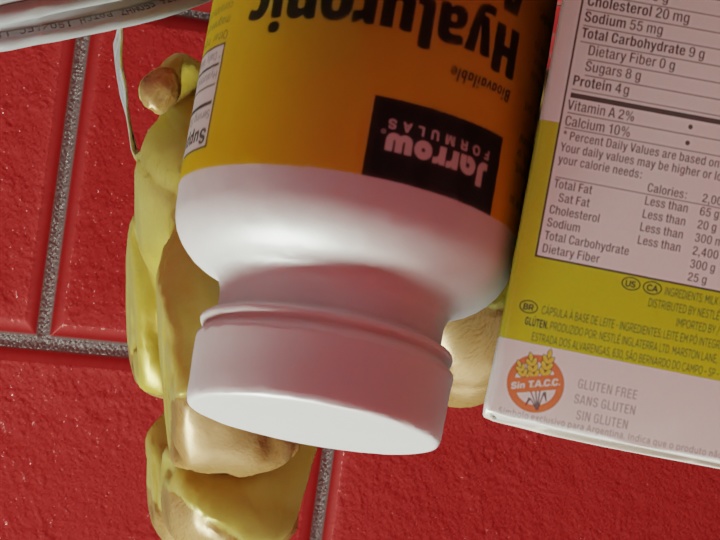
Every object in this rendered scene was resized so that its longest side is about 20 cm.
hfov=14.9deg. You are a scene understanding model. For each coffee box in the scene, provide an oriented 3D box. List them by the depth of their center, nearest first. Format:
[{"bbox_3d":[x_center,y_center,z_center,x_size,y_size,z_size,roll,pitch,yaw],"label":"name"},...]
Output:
[{"bbox_3d":[0.167,-0.036,0.918,0.199,0.199,0.200,11,-176,10],"label":"coffee box"}]

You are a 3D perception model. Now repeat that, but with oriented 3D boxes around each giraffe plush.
[{"bbox_3d":[0.000,0.000,1.004,0.161,0.201,0.173,-5,172,-10],"label":"giraffe plush"}]

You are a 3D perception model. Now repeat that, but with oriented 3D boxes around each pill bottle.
[{"bbox_3d":[0.002,-0.048,0.879,0.111,0.201,0.111,9,168,2],"label":"pill bottle"}]

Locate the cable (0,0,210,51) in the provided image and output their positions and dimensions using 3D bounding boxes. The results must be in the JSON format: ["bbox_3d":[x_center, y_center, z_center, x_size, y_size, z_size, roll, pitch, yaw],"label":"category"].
[{"bbox_3d":[-0.146,-0.114,1.010,0.199,0.070,0.200,-18,-170,-25],"label":"cable"}]
